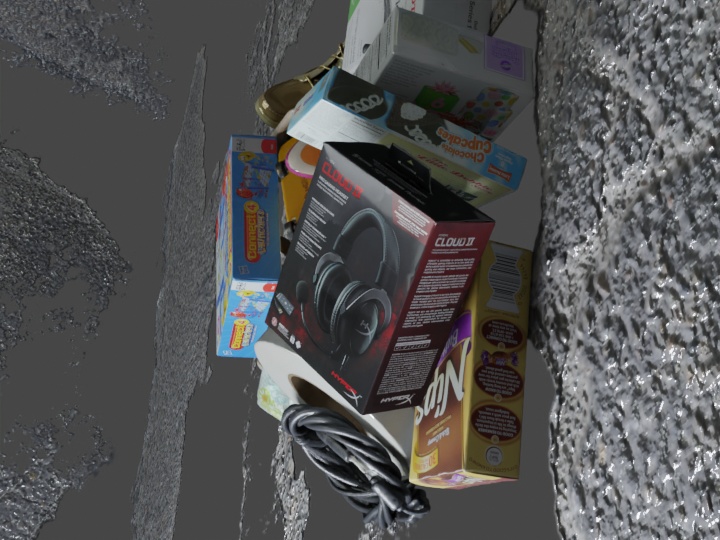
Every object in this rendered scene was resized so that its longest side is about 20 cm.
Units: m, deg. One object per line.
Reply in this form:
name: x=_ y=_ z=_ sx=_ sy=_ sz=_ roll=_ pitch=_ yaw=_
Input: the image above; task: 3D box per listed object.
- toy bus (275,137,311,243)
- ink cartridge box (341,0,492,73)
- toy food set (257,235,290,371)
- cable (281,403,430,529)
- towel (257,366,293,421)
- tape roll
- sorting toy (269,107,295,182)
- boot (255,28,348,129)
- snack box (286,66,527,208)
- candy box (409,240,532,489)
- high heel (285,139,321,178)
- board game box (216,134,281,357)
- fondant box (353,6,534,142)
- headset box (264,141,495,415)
toy bus: x=-0.046 y=-0.085 z=1.203 sx=0.065 sy=0.078 sz=0.200 roll=-30 pitch=42 yaw=16
ink cartridge box: x=0.063 y=-0.301 z=1.200 sx=0.200 sy=0.084 sz=0.147 roll=-21 pitch=60 yaw=62
toy food set: x=-0.075 y=0.074 z=1.313 sx=0.143 sy=0.060 sz=0.200 roll=40 pitch=136 yaw=37
cable: x=-0.019 y=0.195 z=1.066 sx=0.051 sy=0.163 sz=0.200 roll=-52 pitch=9 yaw=-17
towel: x=-0.034 y=0.099 z=1.187 sx=0.171 sy=0.048 sz=0.201 roll=28 pitch=113 yaw=32
tape roll: x=-0.020 y=0.125 z=1.051 sx=0.037 sy=0.203 sz=0.203 roll=-50 pitch=9 yaw=-19
sorting toy: x=-0.056 y=-0.167 z=1.359 sx=0.200 sy=0.185 sz=0.037 roll=-39 pitch=80 yaw=48
boot: x=-0.029 y=-0.255 z=1.344 sx=0.073 sy=0.200 sz=0.156 roll=59 pitch=143 yaw=17
snack box: x=0.041 y=-0.116 z=0.991 sx=0.116 sy=0.200 sz=0.037 roll=-22 pitch=47 yaw=69
candy box: x=0.096 y=0.086 z=0.934 sx=0.117 sy=0.056 sz=0.201 roll=143 pitch=135 yaw=-64
high heel: x=-0.006 y=-0.135 z=1.186 sx=0.068 sy=0.200 sz=0.096 roll=64 pitch=152 yaw=0
board game box: x=-0.138 y=-0.026 z=1.288 sx=0.196 sy=0.056 sz=0.201 roll=111 pitch=158 yaw=-57
fondant box: x=0.061 y=-0.159 z=1.050 sx=0.200 sy=0.144 sz=0.058 roll=132 pitch=147 yaw=-58
headset box: x=0.014 y=-0.005 z=0.894 sx=0.149 sy=0.077 sz=0.200 roll=40 pitch=120 yaw=38
